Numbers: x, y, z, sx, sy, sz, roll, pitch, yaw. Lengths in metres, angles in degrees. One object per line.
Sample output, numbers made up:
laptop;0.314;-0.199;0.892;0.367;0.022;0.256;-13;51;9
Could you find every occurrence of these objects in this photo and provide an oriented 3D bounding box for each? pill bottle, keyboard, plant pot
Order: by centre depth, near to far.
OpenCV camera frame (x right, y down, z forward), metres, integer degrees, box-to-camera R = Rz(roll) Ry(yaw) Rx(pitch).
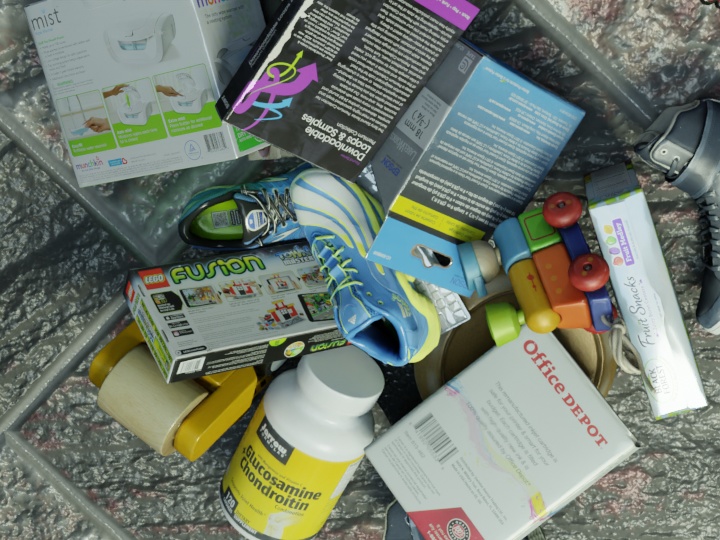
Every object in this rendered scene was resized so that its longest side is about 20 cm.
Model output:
keyboard;0.028;-0.028;1.175;0.056;0.011;0.200;-28;97;22
plant pot;0.151;0.086;1.218;0.200;0.027;0.200;-1;107;-5
pill bottle;-0.054;0.165;1.235;0.112;0.112;0.200;28;121;1

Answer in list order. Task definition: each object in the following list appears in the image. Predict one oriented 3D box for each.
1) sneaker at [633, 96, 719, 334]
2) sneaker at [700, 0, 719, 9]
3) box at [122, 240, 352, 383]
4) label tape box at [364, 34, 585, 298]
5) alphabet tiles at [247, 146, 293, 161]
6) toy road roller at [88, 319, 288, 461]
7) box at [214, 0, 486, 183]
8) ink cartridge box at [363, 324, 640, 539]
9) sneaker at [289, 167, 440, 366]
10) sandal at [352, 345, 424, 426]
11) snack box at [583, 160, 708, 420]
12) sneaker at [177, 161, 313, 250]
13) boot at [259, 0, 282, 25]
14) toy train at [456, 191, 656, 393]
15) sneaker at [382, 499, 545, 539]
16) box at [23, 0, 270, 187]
sneaker;0.300;-0.054;1.145;0.146;0.077;0.203;17;98;-7
sneaker;0.272;-0.286;1.108;0.200;0.074;0.087;16;94;1
box;-0.102;0.033;1.169;0.110;0.200;0.035;57;142;32
label tape box;0.088;-0.090;1.137;0.144;0.063;0.200;21;107;-41
alphabet tiles;-0.052;-0.190;1.211;0.200;0.006;0.167;-4;105;10
toy road roller;-0.156;0.105;1.218;0.123;0.200;0.146;35;140;14
box;-0.009;-0.181;1.064;0.143;0.036;0.200;24;111;-34
ink cartridge box;0.129;0.160;1.150;0.200;0.083;0.146;-39;73;7
sneaker;0.000;0.000;1.129;0.076;0.105;0.200;-36;95;21
sandal;0.039;0.100;1.260;0.075;0.048;0.201;-17;113;12
snack box;0.252;0.013;1.145;0.053;0.142;0.200;-17;102;13
sneaker;-0.079;-0.053;1.210;0.200;0.089;0.079;-14;103;10
boot;-0.040;-0.165;1.183;0.138;0.077;0.200;-41;88;25
toy train;0.158;0.036;1.079;0.116;0.200;0.085;-19;143;5
sneaker;0.105;0.278;1.274;0.146;0.077;0.202;-12;111;20
box;-0.183;-0.180;1.153;0.200;0.097;0.177;-7;104;36
